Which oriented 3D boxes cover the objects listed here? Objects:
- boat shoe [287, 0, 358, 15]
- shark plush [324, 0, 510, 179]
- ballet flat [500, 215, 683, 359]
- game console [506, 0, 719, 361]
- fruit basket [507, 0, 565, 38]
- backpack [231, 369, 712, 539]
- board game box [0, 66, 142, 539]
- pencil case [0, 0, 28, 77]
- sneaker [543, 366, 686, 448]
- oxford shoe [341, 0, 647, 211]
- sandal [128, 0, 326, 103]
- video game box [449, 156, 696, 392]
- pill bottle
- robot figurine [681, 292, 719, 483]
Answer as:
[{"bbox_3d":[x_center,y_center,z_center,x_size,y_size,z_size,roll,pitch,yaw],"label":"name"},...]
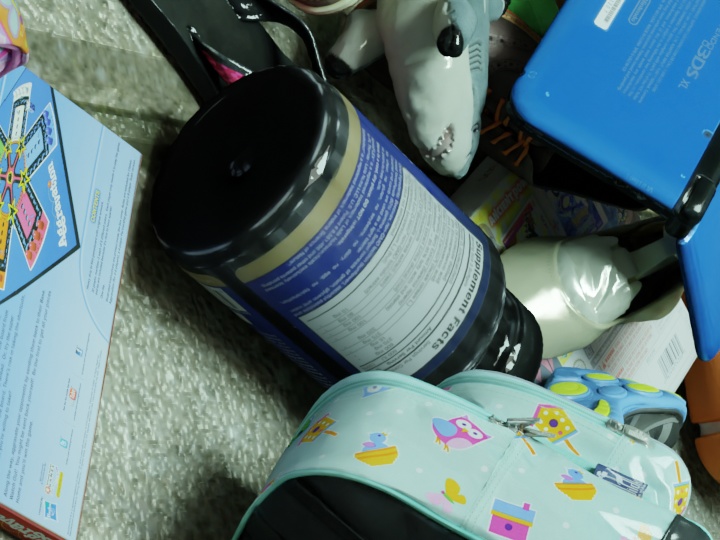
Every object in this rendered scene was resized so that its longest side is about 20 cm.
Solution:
[{"bbox_3d":[-0.052,-0.228,1.170,0.075,0.075,0.203,31,36,-77],"label":"boat shoe"},{"bbox_3d":[0.047,-0.152,1.222,0.083,0.091,0.201,36,49,-38],"label":"shark plush"},{"bbox_3d":[0.136,0.001,1.271,0.200,0.069,0.070,-16,89,-56],"label":"ballet flat"},{"bbox_3d":[0.175,-0.084,1.267,0.170,0.118,0.200,31,56,2],"label":"game console"},{"bbox_3d":[0.116,-0.210,1.319,0.199,0.094,0.186,-26,99,-11],"label":"fruit basket"},{"bbox_3d":[0.044,0.135,1.045,0.199,0.176,0.154,23,46,1],"label":"backpack"},{"bbox_3d":[-0.147,0.010,0.987,0.103,0.019,0.201,38,47,-42],"label":"board game box"},{"bbox_3d":[-0.196,-0.169,0.946,0.087,0.087,0.201,-6,80,-55],"label":"pencil case"},{"bbox_3d":[0.119,0.099,1.205,0.200,0.071,0.083,-20,122,-68],"label":"sneaker"},{"bbox_3d":[0.083,-0.093,1.258,0.199,0.071,0.073,22,29,-17],"label":"oxford shoe"},{"bbox_3d":[-0.053,-0.108,1.148,0.200,0.045,0.075,49,39,-30],"label":"sandal"},{"bbox_3d":[0.116,0.019,1.332,0.183,0.047,0.200,64,35,-16],"label":"video game box"},{"bbox_3d":[0.000,0.000,1.118,0.200,0.112,0.112,42,44,-37],"label":"pill bottle"},{"bbox_3d":[0.261,0.058,1.455,0.116,0.144,0.201,-2,82,-39],"label":"robot figurine"}]
